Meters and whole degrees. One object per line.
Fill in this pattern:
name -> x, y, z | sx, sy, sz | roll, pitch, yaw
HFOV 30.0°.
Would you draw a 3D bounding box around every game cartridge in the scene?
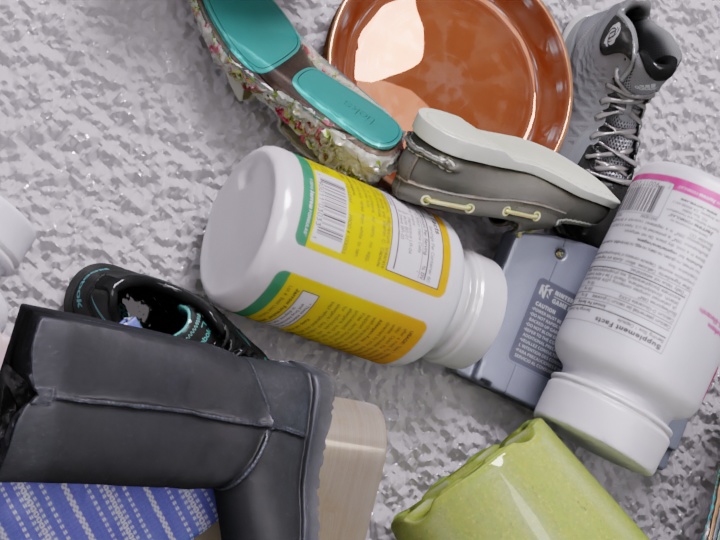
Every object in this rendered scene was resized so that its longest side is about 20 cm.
game cartridge -> 0.175, 0.055, 1.029 | 0.199, 0.041, 0.134 | 26, 78, -18

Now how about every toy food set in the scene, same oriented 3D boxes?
toy food set -> -0.075, 0.175, 0.878 | 0.142, 0.060, 0.202 | 11, 96, -20

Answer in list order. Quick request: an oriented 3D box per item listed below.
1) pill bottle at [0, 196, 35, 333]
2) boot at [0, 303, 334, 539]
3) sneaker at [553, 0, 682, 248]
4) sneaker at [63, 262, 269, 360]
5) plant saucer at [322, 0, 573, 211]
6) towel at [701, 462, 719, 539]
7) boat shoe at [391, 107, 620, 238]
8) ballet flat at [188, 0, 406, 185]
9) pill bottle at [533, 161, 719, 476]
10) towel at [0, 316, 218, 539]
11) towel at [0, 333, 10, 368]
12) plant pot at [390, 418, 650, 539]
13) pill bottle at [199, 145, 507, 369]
pill bottle -> -0.280, 0.040, 0.797 | 0.111, 0.111, 0.201 | 35, 70, -15
boot -> -0.114, 0.117, 0.755 | 0.199, 0.065, 0.167 | 15, 76, -41
sneaker -> 0.196, -0.117, 1.033 | 0.074, 0.115, 0.202 | 7, 79, -22
sneaker -> -0.105, 0.064, 0.890 | 0.199, 0.079, 0.076 | 33, 69, -18
plant saucer -> 0.065, -0.143, 1.017 | 0.198, 0.032, 0.203 | 3, 81, -18
towel -> 0.301, 0.183, 1.034 | 0.147, 0.022, 0.201 | 57, 47, -38
boat shoe -> 0.105, -0.060, 0.959 | 0.200, 0.072, 0.061 | 13, 112, -40
ballet flat -> -0.054, -0.128, 0.945 | 0.200, 0.064, 0.075 | 45, 49, 10
pill bottle -> 0.209, 0.035, 0.963 | 0.113, 0.113, 0.201 | 30, 82, -17
towel -> -0.177, 0.135, 0.758 | 0.199, 0.024, 0.146 | -34, 111, -30
towel -> -0.215, 0.148, 0.798 | 0.191, 0.032, 0.202 | 38, 68, -52
plant pot -> 0.122, 0.212, 0.921 | 0.200, 0.200, 0.185 | -33, 84, -25
pill bottle -> 0.000, 0.000, 0.922 | 0.199, 0.112, 0.114 | 20, 74, -29
